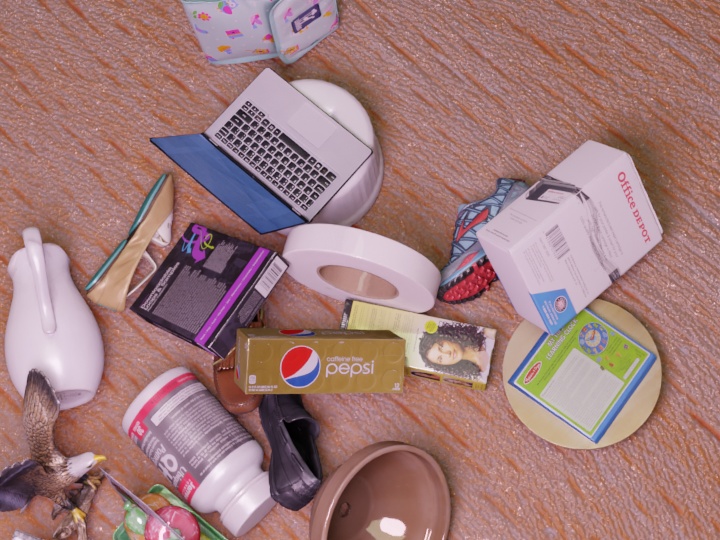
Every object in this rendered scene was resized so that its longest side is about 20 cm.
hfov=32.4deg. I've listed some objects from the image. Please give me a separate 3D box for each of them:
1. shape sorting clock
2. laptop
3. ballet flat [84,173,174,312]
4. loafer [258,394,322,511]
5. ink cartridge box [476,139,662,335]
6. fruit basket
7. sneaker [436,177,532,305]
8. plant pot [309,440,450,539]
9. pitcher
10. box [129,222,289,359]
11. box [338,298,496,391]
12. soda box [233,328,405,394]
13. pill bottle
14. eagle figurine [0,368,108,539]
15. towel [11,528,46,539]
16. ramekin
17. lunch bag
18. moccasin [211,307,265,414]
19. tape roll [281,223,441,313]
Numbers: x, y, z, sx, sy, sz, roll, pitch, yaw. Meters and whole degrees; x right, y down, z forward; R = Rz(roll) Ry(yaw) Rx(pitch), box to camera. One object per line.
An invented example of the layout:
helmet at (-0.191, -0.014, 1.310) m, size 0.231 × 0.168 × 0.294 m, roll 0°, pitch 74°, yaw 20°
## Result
shape sorting clock at (0.278, 0.128, 1.558) m, size 0.197 × 0.039 × 0.202 m, roll -2°, pitch 68°, yaw 4°
laptop at (-0.118, -0.153, 1.524) m, size 0.187 × 0.116 × 0.200 m, roll 39°, pitch 77°, yaw 13°
ballet flat at (-0.287, -0.033, 1.628) m, size 0.063 × 0.069 × 0.201 m, roll 36°, pitch 71°, yaw -15°
loafer at (-0.079, 0.196, 1.503) m, size 0.070 × 0.068 × 0.202 m, roll -39°, pitch 38°, yaw 24°
ink cartridge box at (0.264, -0.043, 1.553) m, size 0.199 × 0.145 × 0.084 m, roll -38°, pitch 32°, yaw -12°
fruit basket at (-0.225, 0.313, 1.434) m, size 0.185 × 0.200 × 0.094 m, roll 37°, pitch 76°, yaw 12°
sneaker at (0.154, -0.041, 1.613) m, size 0.200 × 0.080 × 0.095 m, roll -44°, pitch 58°, yaw -15°
plant pot at (0.006, 0.294, 1.465) m, size 0.092 × 0.201 × 0.202 m, roll 13°, pitch 67°, yaw 49°
pitcher at (-0.389, 0.060, 1.539) m, size 0.120 × 0.172 × 0.202 m, roll -12°, pitch 70°, yaw -11°
box at (-0.193, 0.021, 1.557) m, size 0.199 × 0.036 × 0.144 m, roll 20°, pitch 70°, yaw 48°
box at (0.069, 0.095, 1.573) m, size 0.197 × 0.050 × 0.076 m, roll 10°, pitch 73°, yaw 6°
soda box at (-0.048, 0.108, 1.483) m, size 0.198 × 0.064 × 0.069 m, roll 1°, pitch 98°, yaw -20°
pill bottle at (-0.188, 0.223, 1.509) m, size 0.111 × 0.111 × 0.200 m, roll -43°, pitch 75°, yaw -11°
eagle figurine at (-0.373, 0.228, 1.463) m, size 0.151 × 0.200 × 0.152 m, roll -40°, pitch 45°, yaw -5°
towel at (-0.350, 0.419, 1.439) m, size 0.191 × 0.035 × 0.202 m, roll 24°, pitch 97°, yaw -12°
ramekin at (-0.068, -0.153, 1.634) m, size 0.198 × 0.098 × 0.203 m, roll -1°, pitch 72°, yaw 2°
lunch bag at (-0.128, -0.364, 1.667) m, size 0.197 × 0.171 × 0.123 m, roll -2°, pitch 70°, yaw 5°
moccasin at (-0.149, 0.084, 1.546) m, size 0.073 × 0.078 × 0.203 m, roll 0°, pitch 56°, yaw 6°
tape roll at (0.000, 0.000, 1.529) m, size 0.200 × 0.203 × 0.037 m, roll 14°, pitch 73°, yaw 7°
